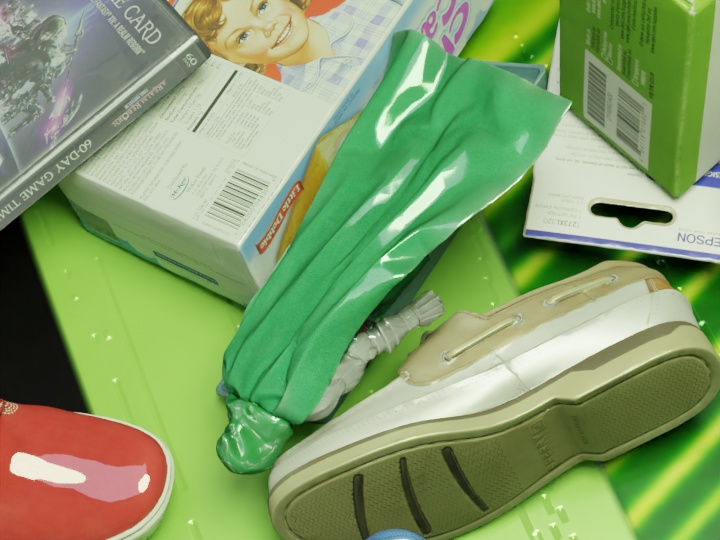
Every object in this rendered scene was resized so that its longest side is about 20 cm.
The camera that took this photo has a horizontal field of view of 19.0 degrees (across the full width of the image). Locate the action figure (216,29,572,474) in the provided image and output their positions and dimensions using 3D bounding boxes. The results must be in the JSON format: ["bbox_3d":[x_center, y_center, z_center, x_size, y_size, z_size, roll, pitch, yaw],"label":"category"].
[{"bbox_3d":[0.000,0.000,0.905,0.200,0.055,0.118,-55,38,-6],"label":"action figure"}]

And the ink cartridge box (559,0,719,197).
[{"bbox_3d":[0.182,-0.148,0.925,0.200,0.148,0.076,-40,66,-16],"label":"ink cartridge box"}]

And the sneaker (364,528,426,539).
[{"bbox_3d":[-0.046,0.165,0.864,0.200,0.085,0.077,-36,65,-11],"label":"sneaker"}]

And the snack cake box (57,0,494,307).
[{"bbox_3d":[-0.039,-0.091,0.994,0.115,0.067,0.200,24,68,27],"label":"snack cake box"}]

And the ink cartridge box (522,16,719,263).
[{"bbox_3d":[0.137,-0.091,1.000,0.094,0.037,0.201,8,62,9],"label":"ink cartridge box"}]

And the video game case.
[{"bbox_3d":[-0.175,-0.070,0.984,0.200,0.019,0.143,-39,42,-2],"label":"video game case"}]

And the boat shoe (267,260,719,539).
[{"bbox_3d":[0.051,0.058,0.920,0.199,0.075,0.068,-20,47,-4],"label":"boat shoe"}]

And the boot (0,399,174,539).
[{"bbox_3d":[-0.183,0.069,0.894,0.199,0.144,0.073,2,62,6],"label":"boot"}]

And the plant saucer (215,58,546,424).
[{"bbox_3d":[0.014,-0.015,0.969,0.070,0.019,0.200,11,61,49],"label":"plant saucer"}]
